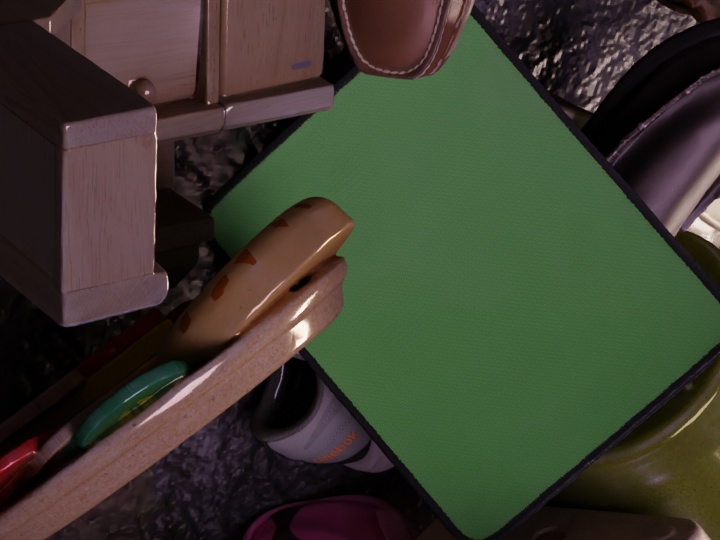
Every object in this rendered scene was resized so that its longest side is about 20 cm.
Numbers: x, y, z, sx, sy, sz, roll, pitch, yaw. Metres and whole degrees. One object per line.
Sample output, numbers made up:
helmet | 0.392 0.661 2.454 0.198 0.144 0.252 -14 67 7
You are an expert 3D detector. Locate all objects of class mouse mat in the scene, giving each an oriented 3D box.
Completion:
mouse mat | 0.045 0.001 1.179 0.161 0.200 0.008 -41 174 12

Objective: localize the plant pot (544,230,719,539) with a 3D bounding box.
plant pot | 0.159 0.083 1.283 0.200 0.200 0.193 -49 134 -7

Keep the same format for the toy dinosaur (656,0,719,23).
toy dinosaur | 0.133 -0.202 1.209 0.086 0.135 0.200 -14 89 -25

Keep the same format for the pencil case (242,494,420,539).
pencil case | 0.005 0.202 1.312 0.093 0.091 0.200 -12 123 3

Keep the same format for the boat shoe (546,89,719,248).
boat shoe | 0.112 -0.037 1.286 0.200 0.072 0.065 25 94 -47

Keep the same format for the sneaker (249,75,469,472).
sneaker | 0.000 0.000 1.220 0.079 0.074 0.201 1 110 -30

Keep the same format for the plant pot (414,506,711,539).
plant pot | 0.083 0.213 1.198 0.200 0.200 0.177 -40 121 -45

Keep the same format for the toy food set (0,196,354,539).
toy food set | -0.089 0.048 1.112 0.198 0.200 0.049 -37 93 -16

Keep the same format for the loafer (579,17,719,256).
loafer | 0.127 -0.032 1.202 0.200 0.071 0.073 -41 130 22

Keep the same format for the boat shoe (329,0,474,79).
boat shoe | 0.013 -0.179 1.124 0.074 0.075 0.201 -46 139 -71

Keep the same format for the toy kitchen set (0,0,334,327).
toy kitchen set | -0.073 -0.031 1.079 0.200 0.180 0.164 -14 120 -31
